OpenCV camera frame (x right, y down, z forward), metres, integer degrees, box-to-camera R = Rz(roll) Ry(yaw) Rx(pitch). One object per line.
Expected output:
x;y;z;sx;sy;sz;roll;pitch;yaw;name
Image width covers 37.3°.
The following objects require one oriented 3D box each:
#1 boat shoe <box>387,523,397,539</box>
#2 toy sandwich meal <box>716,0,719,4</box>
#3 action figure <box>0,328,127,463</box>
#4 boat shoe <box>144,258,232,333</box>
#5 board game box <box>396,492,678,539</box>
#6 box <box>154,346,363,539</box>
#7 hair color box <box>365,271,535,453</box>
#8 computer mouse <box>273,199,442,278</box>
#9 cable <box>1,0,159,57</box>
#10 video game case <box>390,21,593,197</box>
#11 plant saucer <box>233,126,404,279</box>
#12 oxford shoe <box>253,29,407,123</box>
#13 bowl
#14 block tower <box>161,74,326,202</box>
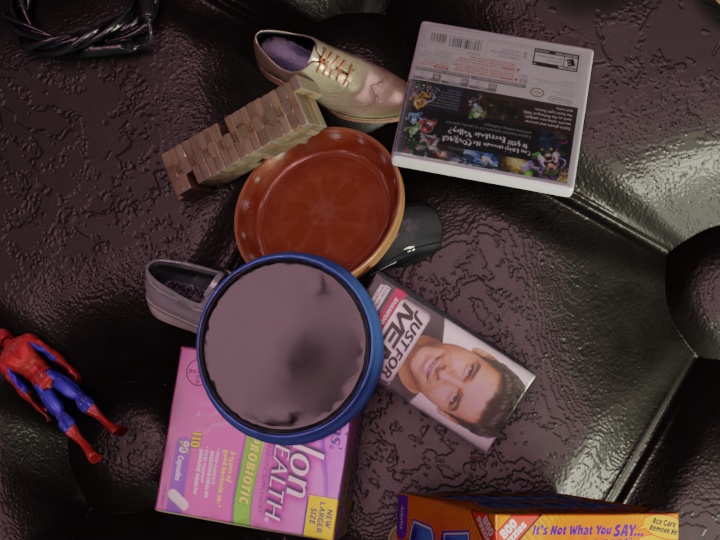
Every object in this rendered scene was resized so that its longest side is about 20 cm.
0.077;0.364;1.129;0.072;0.065;0.202;-16;81;5;boat shoe
0.465;-0.356;1.168;0.203;0.070;0.207;-1;86;11;toy sandwich meal
-0.354;0.135;1.226;0.200;0.052;0.065;42;85;15;action figure
-0.155;0.035;1.177;0.199;0.072;0.070;15;48;20;boat shoe
0.161;0.322;1.019;0.198;0.200;0.202;5;83;-23;board game box
-0.103;0.185;1.160;0.198;0.097;0.178;8;84;8;box
0.077;0.096;1.148;0.199;0.061;0.099;32;94;2;hair color box
0.000;0.000;1.194;0.198;0.046;0.142;-12;80;6;computer mouse
-0.337;-0.334;1.280;0.198;0.051;0.165;-3;82;8;cable
0.147;-0.181;1.179;0.198;0.023;0.183;11;67;5;video game case
-0.045;-0.066;1.189;0.199;0.032;0.202;-8;64;17;plant saucer
-0.033;-0.220;1.212;0.199;0.074;0.071;18;85;9;oxford shoe
-0.075;0.079;1.103;0.199;0.039;0.203;-1;81;8;bowl
-0.132;-0.144;1.201;0.199;0.054;0.058;-28;80;20;block tower
